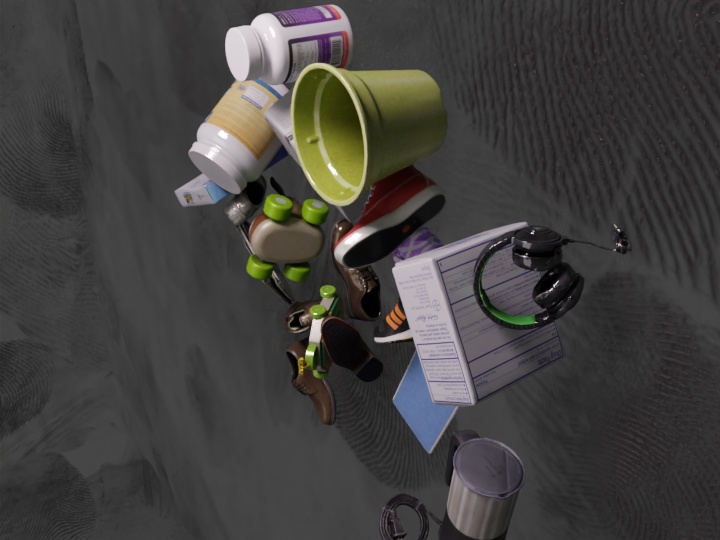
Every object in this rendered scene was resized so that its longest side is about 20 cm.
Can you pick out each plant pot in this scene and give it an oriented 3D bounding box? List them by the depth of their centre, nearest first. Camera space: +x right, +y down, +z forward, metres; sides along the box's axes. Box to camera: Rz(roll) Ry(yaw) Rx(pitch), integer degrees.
[{"bbox_3d":[0.023,-0.216,1.128,0.199,0.182,0.204,32,131,46],"label":"plant pot"}]

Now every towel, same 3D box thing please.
[{"bbox_3d":[-0.211,-0.030,1.674,0.195,0.034,0.200,62,-178,18],"label":"towel"}]

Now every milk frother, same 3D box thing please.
[{"bbox_3d":[0.145,0.378,1.242,0.180,0.197,0.191,44,140,43],"label":"milk frother"}]

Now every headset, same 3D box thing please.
[{"bbox_3d":[0.233,0.002,0.933,0.197,0.094,0.125,-27,104,17],"label":"headset"}]

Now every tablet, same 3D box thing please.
[{"bbox_3d":[0.120,0.233,1.380,0.131,0.013,0.202,53,146,28],"label":"tablet"}]

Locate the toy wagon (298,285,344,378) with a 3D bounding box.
[{"bbox_3d":[-0.074,0.134,1.486,0.039,0.201,0.158,7,123,12],"label":"toy wagon"}]

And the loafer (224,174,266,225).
[{"bbox_3d":[-0.228,-0.161,1.609,0.069,0.201,0.070,-33,111,22],"label":"loafer"}]

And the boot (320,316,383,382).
[{"bbox_3d":[-0.036,0.133,1.460,0.097,0.074,0.201,47,176,47],"label":"boot"}]

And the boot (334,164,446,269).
[{"bbox_3d":[0.018,-0.102,1.198,0.145,0.198,0.073,48,167,32],"label":"boot"}]

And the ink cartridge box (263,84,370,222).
[{"bbox_3d":[-0.063,-0.203,1.315,0.200,0.083,0.145,49,177,33],"label":"ink cartridge box"}]

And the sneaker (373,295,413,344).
[{"bbox_3d":[0.085,0.075,1.313,0.199,0.069,0.092,-21,74,59],"label":"sneaker"}]

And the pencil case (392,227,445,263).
[{"bbox_3d":[0.126,0.022,1.186,0.201,0.084,0.085,52,131,27],"label":"pencil case"}]

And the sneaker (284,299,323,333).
[{"bbox_3d":[-0.138,0.104,1.666,0.199,0.074,0.072,-26,85,59],"label":"sneaker"}]

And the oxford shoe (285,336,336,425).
[{"bbox_3d":[-0.116,0.260,1.709,0.072,0.083,0.203,-32,80,57],"label":"oxford shoe"}]

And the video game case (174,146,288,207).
[{"bbox_3d":[-0.272,-0.203,1.596,0.180,0.199,0.046,1,124,58],"label":"video game case"}]

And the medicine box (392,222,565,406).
[{"bbox_3d":[0.165,0.059,1.050,0.102,0.179,0.204,-12,96,59],"label":"medicine box"}]

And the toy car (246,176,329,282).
[{"bbox_3d":[-0.169,-0.103,1.552,0.201,0.155,0.167,57,134,48],"label":"toy car"}]

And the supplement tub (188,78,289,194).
[{"bbox_3d":[-0.220,-0.263,1.446,0.143,0.202,0.145,31,164,10],"label":"supplement tub"}]

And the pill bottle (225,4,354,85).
[{"bbox_3d":[-0.118,-0.370,1.256,0.111,0.197,0.114,33,133,45],"label":"pill bottle"}]

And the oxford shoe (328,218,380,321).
[{"bbox_3d":[0.000,0.000,1.386,0.084,0.072,0.203,14,129,52],"label":"oxford shoe"}]
